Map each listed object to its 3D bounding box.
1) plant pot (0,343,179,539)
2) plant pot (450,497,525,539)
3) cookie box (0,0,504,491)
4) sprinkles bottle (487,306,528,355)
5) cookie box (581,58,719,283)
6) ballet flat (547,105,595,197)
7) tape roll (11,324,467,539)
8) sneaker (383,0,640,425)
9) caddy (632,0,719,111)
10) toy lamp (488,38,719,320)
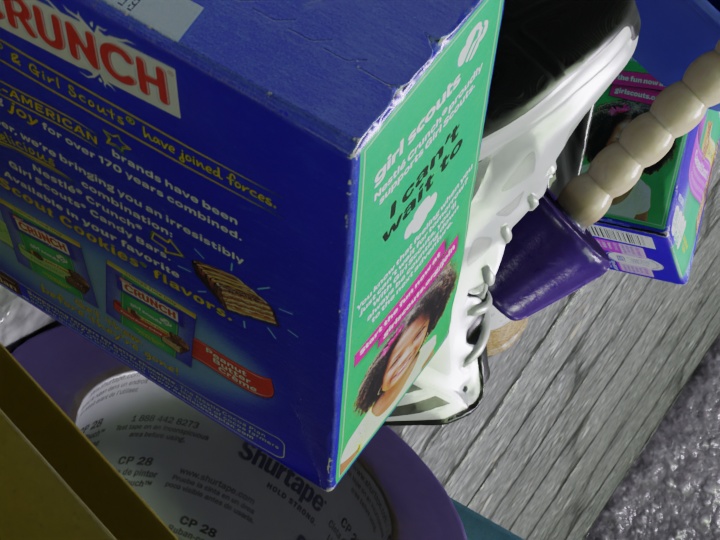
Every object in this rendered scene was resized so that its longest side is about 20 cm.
[{"bbox_3d":[-0.152,0.095,0.598,0.176,0.200,0.200,-43,164,-6],"label":"plant pot"},{"bbox_3d":[-0.006,0.192,1.239,0.141,0.199,0.142,-48,163,-30],"label":"plant pot"},{"bbox_3d":[-0.054,-0.045,0.641,0.075,0.170,0.200,-53,166,-25],"label":"cookie box"},{"bbox_3d":[0.069,-0.010,1.331,0.068,0.068,0.200,-53,165,-15],"label":"sprinkles bottle"},{"bbox_3d":[0.176,-0.108,1.326,0.171,0.075,0.202,39,64,-75],"label":"cookie box"},{"bbox_3d":[0.096,-0.101,1.195,0.068,0.068,0.202,17,81,-44],"label":"ballet flat"},{"bbox_3d":[-0.063,0.111,0.879,0.200,0.199,0.085,-31,151,-60],"label":"tape roll"},{"bbox_3d":[0.035,-0.019,0.849,0.200,0.076,0.116,-39,130,0],"label":"sneaker"},{"bbox_3d":[0.179,-0.177,1.114,0.142,0.200,0.105,-48,180,-28],"label":"caddy"},{"bbox_3d":[0.125,-0.059,0.951,0.200,0.058,0.058,-46,168,11],"label":"toy lamp"}]
